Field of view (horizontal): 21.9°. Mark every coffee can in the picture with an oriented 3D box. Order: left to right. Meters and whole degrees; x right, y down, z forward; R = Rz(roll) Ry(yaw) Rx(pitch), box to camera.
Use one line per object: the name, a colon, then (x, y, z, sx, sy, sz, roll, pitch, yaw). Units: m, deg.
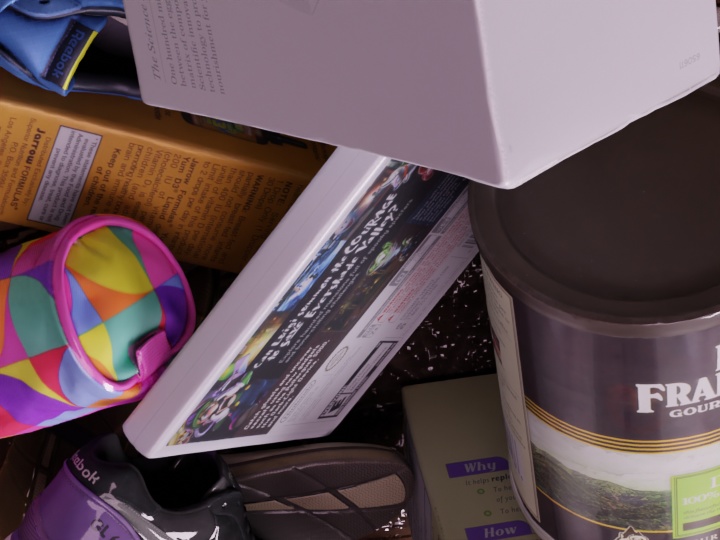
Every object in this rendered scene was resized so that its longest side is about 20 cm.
coffee can: (0.130, 0.027, 0.835, 0.146, 0.147, 0.200, -14, 139, -1)

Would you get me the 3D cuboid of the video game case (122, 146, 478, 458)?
video game case: (0.000, 0.000, 0.836, 0.200, 0.023, 0.182, -51, 161, 14)

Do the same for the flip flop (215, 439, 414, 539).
flip flop: (-0.072, 0.107, 0.970, 0.199, 0.058, 0.081, -6, 140, 12)

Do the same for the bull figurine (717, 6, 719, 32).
bull figurine: (0.212, -0.049, 0.902, 0.121, 0.065, 0.201, -4, 128, -7)

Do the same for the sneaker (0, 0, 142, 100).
sneaker: (-0.150, -0.118, 0.764, 0.199, 0.079, 0.066, 17, 123, -22)

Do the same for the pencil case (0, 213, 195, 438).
pencil case: (-0.165, 0.039, 0.834, 0.200, 0.089, 0.088, -21, 134, 40)

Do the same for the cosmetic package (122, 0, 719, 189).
cosmetic package: (0.006, -0.155, 0.650, 0.123, 0.200, 0.200, -28, 120, -36)

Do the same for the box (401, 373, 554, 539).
box: (0.124, 0.147, 0.946, 0.175, 0.200, 0.097, -8, 130, -7)

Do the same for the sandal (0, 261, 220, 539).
sandal: (-0.122, 0.061, 0.912, 0.080, 0.054, 0.201, 32, 114, 19)

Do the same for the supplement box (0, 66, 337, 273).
supplement box: (-0.095, -0.049, 0.835, 0.199, 0.067, 0.069, 12, 124, -20)

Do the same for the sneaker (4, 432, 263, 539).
sneaker: (-0.072, 0.134, 0.898, 0.200, 0.076, 0.088, 22, 105, -48)
